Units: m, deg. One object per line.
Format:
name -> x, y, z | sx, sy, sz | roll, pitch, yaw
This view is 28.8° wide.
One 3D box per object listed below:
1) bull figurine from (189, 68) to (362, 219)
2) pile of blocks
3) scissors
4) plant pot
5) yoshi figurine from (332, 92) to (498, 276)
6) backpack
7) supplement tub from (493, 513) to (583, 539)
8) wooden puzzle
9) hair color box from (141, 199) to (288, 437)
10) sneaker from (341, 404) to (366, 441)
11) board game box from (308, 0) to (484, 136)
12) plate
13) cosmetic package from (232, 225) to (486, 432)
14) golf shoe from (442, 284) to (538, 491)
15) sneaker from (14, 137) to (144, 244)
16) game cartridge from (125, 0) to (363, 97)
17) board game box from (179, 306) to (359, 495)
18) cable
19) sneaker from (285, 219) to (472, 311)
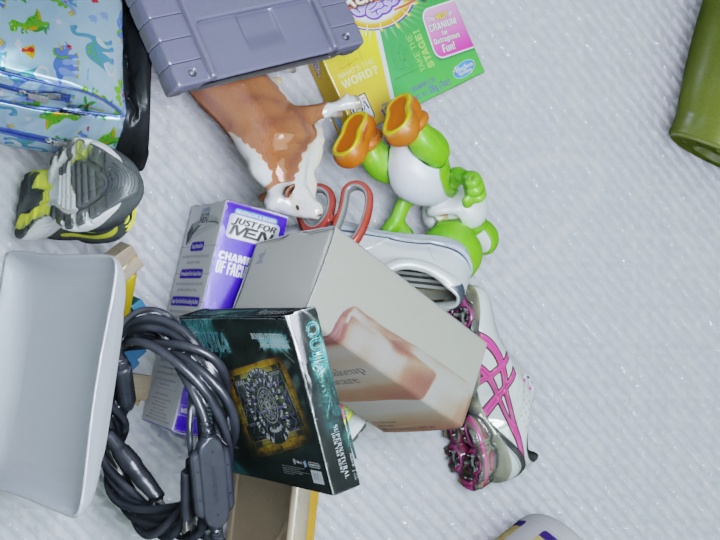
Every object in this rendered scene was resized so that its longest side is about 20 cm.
bull figurine -> -0.078, -0.138, 1.237 | 0.121, 0.065, 0.200 | -34, 75, -25
pile of blocks -> -0.226, 0.073, 1.212 | 0.082, 0.062, 0.200 | 15, 91, -34
scissors -> -0.043, 0.008, 1.226 | 0.073, 0.014, 0.200 | 10, 69, 17
plant pot -> 0.409, -0.196, 1.417 | 0.200, 0.200, 0.193 | 25, 92, -20
yoshi figurine -> 0.063, -0.060, 1.292 | 0.112, 0.112, 0.200 | -46, 126, -4
backpack -> -0.272, -0.176, 1.153 | 0.200, 0.154, 0.163 | 2, 67, -9
supplement tub -> 0.132, 0.338, 1.307 | 0.200, 0.145, 0.145 | -34, 102, -19
wooden puzzle -> -0.071, 0.181, 1.194 | 0.037, 0.200, 0.185 | 7, 87, -20
hair color box -> -0.128, 0.043, 1.222 | 0.065, 0.109, 0.200 | 13, 85, -22
sneaker -> -0.025, 0.096, 1.286 | 0.090, 0.078, 0.200 | 47, 62, -15
board game box -> 0.010, -0.246, 1.318 | 0.153, 0.040, 0.200 | -29, 100, -20
plate -> -0.247, 0.086, 1.131 | 0.032, 0.200, 0.200 | 10, 86, -38
cosmetic package -> 0.000, 0.055, 1.178 | 0.200, 0.103, 0.087 | 37, 60, -33
golf shoe -> 0.123, 0.106, 1.349 | 0.092, 0.073, 0.200 | -14, 105, -28
sneaker -> -0.214, -0.062, 1.146 | 0.085, 0.200, 0.075 | 6, 84, -33
game cartridge -> -0.101, -0.229, 1.196 | 0.200, 0.038, 0.130 | -20, 88, -36
board game box -> -0.074, 0.095, 1.076 | 0.028, 0.200, 0.135 | -17, 97, -29
cable -> -0.162, 0.122, 1.129 | 0.051, 0.163, 0.200 | -20, 110, -41
sneaker -> 0.000, 0.000, 1.257 | 0.200, 0.071, 0.073 | 0, 122, 6
